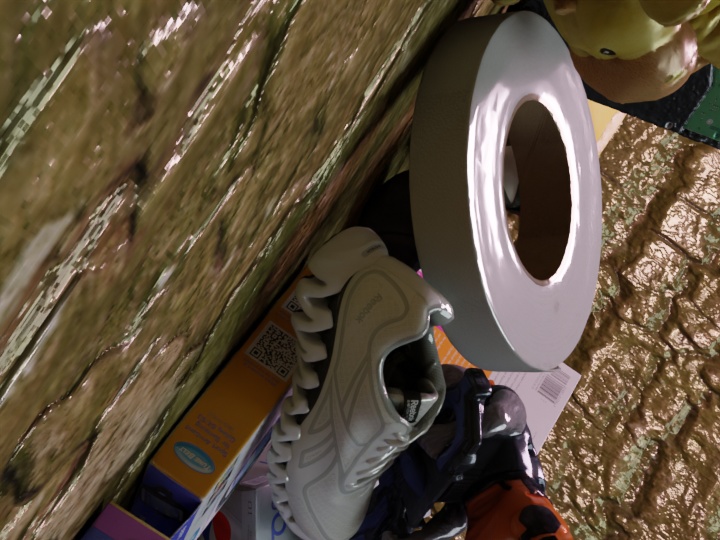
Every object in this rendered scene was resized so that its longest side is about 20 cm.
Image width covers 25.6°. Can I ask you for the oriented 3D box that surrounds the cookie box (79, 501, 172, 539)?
[{"bbox_3d":[-0.091,0.223,0.831,0.075,0.170,0.200,-56,176,-29],"label":"cookie box"}]

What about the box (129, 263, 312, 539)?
[{"bbox_3d":[-0.075,0.091,0.909,0.200,0.041,0.119,-50,173,-37],"label":"box"}]

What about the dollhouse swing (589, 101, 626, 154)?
[{"bbox_3d":[0.199,-0.224,1.615,0.181,0.176,0.201,3,-132,45],"label":"dollhouse swing"}]

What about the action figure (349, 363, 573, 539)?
[{"bbox_3d":[0.067,0.146,0.916,0.104,0.195,0.200,-6,153,-32],"label":"action figure"}]

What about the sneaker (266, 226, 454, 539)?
[{"bbox_3d":[0.001,0.078,0.859,0.075,0.081,0.202,-33,141,-44],"label":"sneaker"}]

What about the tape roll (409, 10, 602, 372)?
[{"bbox_3d":[0.087,-0.043,0.897,0.202,0.037,0.205,8,81,-61],"label":"tape roll"}]

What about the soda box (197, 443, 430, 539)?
[{"bbox_3d":[-0.031,0.152,1.068,0.199,0.063,0.069,-10,104,-53],"label":"soda box"}]

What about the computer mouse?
[{"bbox_3d":[0.000,0.000,1.038,0.141,0.046,0.200,-59,-172,-15],"label":"computer mouse"}]

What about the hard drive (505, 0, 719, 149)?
[{"bbox_3d":[0.207,-0.172,1.088,0.038,0.198,0.140,-96,-151,-50],"label":"hard drive"}]

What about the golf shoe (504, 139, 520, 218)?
[{"bbox_3d":[0.076,-0.087,1.079,0.078,0.087,0.200,-68,-162,2],"label":"golf shoe"}]

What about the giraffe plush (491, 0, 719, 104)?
[{"bbox_3d":[0.165,-0.163,0.864,0.172,0.201,0.162,-22,-161,51],"label":"giraffe plush"}]

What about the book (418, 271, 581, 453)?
[{"bbox_3d":[0.070,0.074,1.281,0.134,0.199,0.048,-50,173,-44],"label":"book"}]
